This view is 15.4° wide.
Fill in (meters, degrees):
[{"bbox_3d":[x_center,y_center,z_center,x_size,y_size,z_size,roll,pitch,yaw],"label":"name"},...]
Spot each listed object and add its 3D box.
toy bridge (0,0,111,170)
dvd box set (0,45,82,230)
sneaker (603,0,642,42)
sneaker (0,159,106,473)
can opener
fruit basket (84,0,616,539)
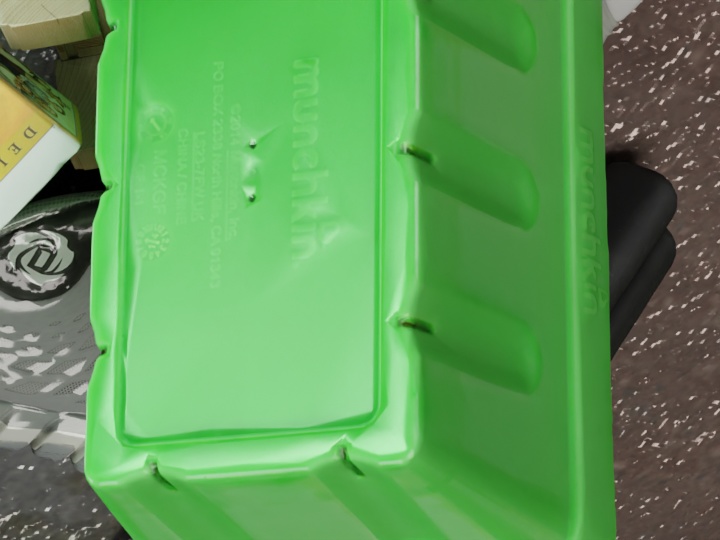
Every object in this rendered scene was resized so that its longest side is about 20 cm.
[{"bbox_3d":[-0.087,-0.094,0.723,0.027,0.067,0.200,-10,160,1],"label":"toy bridge"},{"bbox_3d":[-0.194,-0.047,0.691,0.146,0.029,0.200,-43,116,13],"label":"dvd box set"},{"bbox_3d":[0.029,-0.069,0.842,0.099,0.078,0.200,-2,125,-21],"label":"sneaker"},{"bbox_3d":[-0.066,0.008,0.858,0.200,0.075,0.116,11,124,-38],"label":"sneaker"},{"bbox_3d":[0.039,0.037,0.921,0.200,0.067,0.053,-54,153,-32],"label":"can opener"},{"bbox_3d":[0.000,0.000,0.757,0.155,0.216,0.216,-6,147,21],"label":"fruit basket"}]
